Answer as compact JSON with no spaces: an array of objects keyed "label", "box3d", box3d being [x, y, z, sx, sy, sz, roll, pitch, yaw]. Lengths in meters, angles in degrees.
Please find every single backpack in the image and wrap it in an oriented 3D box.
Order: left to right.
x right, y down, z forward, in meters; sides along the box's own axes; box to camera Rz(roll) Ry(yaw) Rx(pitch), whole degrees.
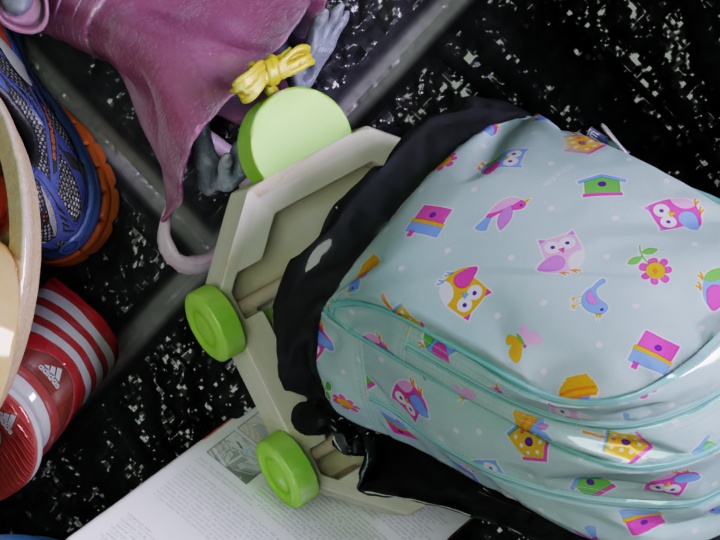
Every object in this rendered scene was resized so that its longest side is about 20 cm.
[{"label":"backpack","box3d":[0.077,0.025,1.002,0.200,0.127,0.167,30,70,34]}]

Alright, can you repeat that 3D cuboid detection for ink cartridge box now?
[{"label":"ink cartridge box","box3d":[-0.040,0.123,1.099,0.109,0.200,0.050,39,122,11]}]

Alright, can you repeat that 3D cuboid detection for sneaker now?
[{"label":"sneaker","box3d":[-0.185,-0.090,1.179,0.075,0.078,0.200,-42,81,10]},{"label":"sneaker","box3d":[-0.177,0.072,1.191,0.200,0.116,0.079,-22,105,44]}]

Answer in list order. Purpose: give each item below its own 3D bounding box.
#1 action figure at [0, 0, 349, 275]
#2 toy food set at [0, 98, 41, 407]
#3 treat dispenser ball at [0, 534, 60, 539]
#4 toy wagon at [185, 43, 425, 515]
[{"label":"action figure","box3d":[-0.107,-0.120,1.165,0.199,0.134,0.149,29,133,18]},{"label":"toy food set","box3d":[-0.203,0.007,1.097,0.198,0.048,0.201,-29,62,42]},{"label":"treat dispenser ball","box3d":[-0.155,0.214,1.113,0.200,0.201,0.202,0,91,14]},{"label":"toy wagon","box3d":[0.000,0.000,1.106,0.155,0.040,0.201,-29,97,-23]}]
